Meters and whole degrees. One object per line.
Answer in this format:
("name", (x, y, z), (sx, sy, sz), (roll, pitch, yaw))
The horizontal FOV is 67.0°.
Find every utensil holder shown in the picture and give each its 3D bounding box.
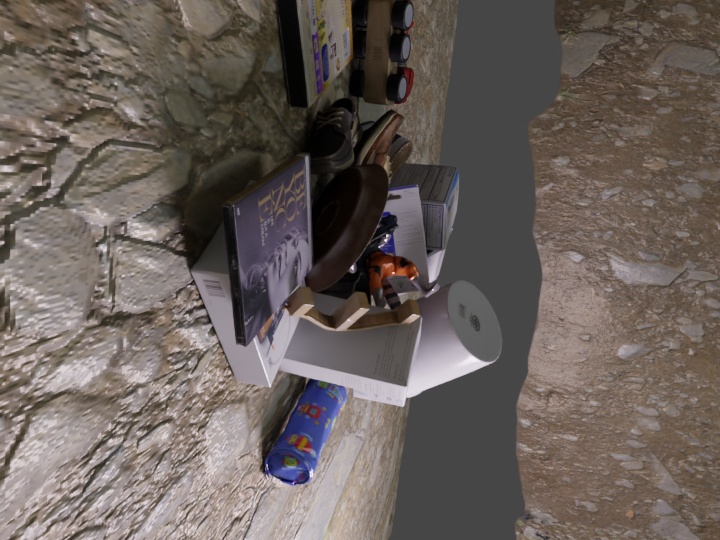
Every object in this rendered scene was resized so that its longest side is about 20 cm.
("utensil holder", (0.139, 0.129, 1.023), (0.170, 0.200, 0.171), (27, 49, -35))

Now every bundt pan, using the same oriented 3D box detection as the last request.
("bundt pan", (-0.039, 0.092, 0.972), (0.202, 0.075, 0.203), (9, 90, -76))

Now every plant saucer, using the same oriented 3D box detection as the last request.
("plant saucer", (-0.036, -0.067, 0.757), (0.032, 0.200, 0.201), (29, 62, -28))

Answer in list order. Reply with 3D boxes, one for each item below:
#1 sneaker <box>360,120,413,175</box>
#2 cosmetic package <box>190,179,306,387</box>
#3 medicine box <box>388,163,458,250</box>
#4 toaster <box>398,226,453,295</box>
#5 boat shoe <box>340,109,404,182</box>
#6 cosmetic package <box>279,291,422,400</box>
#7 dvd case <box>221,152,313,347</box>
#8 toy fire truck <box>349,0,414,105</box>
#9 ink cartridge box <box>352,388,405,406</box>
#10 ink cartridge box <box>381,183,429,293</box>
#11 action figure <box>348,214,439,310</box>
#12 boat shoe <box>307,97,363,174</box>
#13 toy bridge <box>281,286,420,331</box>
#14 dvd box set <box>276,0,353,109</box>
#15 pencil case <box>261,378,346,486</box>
("sneaker", (-0.009, -0.183, 0.978), (0.200, 0.108, 0.070), (-47, 161, -10))
("cosmetic package", (-0.120, 0.019, 0.648), (0.201, 0.051, 0.151), (84, 17, -46))
("medicine box", (0.085, -0.133, 1.082), (0.182, 0.199, 0.103), (-62, 155, -54))
("toaster", (0.099, -0.031, 1.162), (0.130, 0.199, 0.114), (91, -26, -51))
("boat shoe", (0.013, -0.161, 0.884), (0.200, 0.074, 0.076), (-56, -165, 7))
("cosmetic package", (-0.018, 0.108, 0.801), (0.081, 0.199, 0.113), (84, 21, -63))
("dvd case", (-0.091, -0.032, 0.594), (0.200, 0.016, 0.149), (-59, 153, -61))
("toy fire truck", (0.053, -0.408, 1.004), (0.200, 0.128, 0.177), (-39, 138, -56))
("ink cartridge box", (0.035, 0.151, 0.946), (0.039, 0.099, 0.201), (-66, 161, -49))
("ink cartridge box", (0.065, -0.056, 0.972), (0.039, 0.099, 0.201), (-90, 172, -66))
("action figure", (0.000, 0.000, 0.876), (0.199, 0.194, 0.105), (-24, 138, -22))
("boat shoe", (-0.045, -0.203, 0.804), (0.200, 0.074, 0.074), (-77, 159, -57))
("toy bridge", (-0.015, 0.056, 0.713), (0.067, 0.199, 0.027), (-43, -128, 40))
("dvd box set", (-0.055, -0.328, 0.736), (0.200, 0.029, 0.147), (-66, 159, -46))
("pencil case", (-0.084, 0.258, 0.884), (0.200, 0.078, 0.087), (-59, 161, -59))
